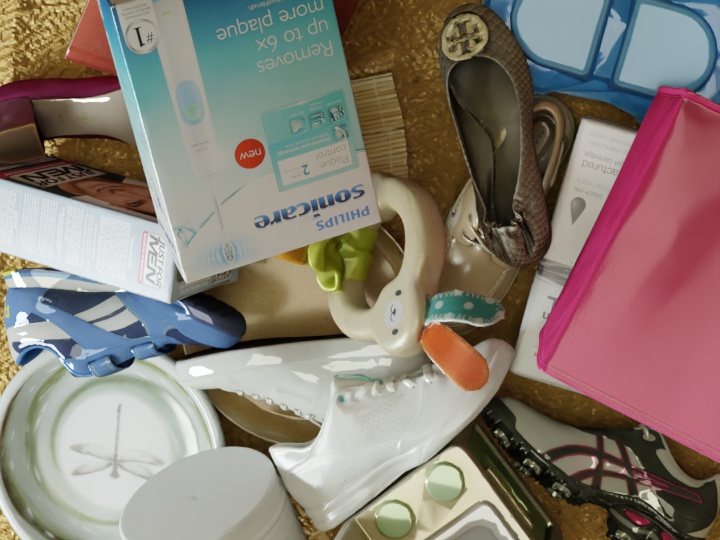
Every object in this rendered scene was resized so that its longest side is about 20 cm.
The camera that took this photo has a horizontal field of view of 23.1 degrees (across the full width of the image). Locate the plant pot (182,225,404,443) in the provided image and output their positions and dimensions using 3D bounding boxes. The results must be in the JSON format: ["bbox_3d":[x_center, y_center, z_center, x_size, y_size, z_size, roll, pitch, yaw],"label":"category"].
[{"bbox_3d":[-0.044,0.039,1.402,0.199,0.027,0.202,1,97,10],"label":"plant pot"}]

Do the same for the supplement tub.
[{"bbox_3d":[-0.092,0.253,1.356,0.131,0.132,0.201,-15,117,11],"label":"supplement tub"}]

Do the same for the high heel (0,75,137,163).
[{"bbox_3d":[-0.198,-0.138,1.393,0.198,0.096,0.068,-7,125,-6],"label":"high heel"}]

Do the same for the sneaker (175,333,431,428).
[{"bbox_3d":[-0.044,0.093,1.358,0.198,0.073,0.085,-3,95,8],"label":"sneaker"}]

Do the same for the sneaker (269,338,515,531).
[{"bbox_3d":[0.020,0.102,1.300,0.200,0.075,0.089,-39,92,9],"label":"sneaker"}]

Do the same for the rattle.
[{"bbox_3d":[0.000,0.000,1.261,0.130,0.200,0.143,-43,130,15],"label":"rattle"}]

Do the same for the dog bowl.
[{"bbox_3d":[0.189,-0.176,1.323,0.199,0.050,0.112,17,100,6],"label":"dog bowl"}]

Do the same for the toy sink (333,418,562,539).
[{"bbox_3d":[0.072,0.200,1.315,0.112,0.200,0.131,-38,89,12],"label":"toy sink"}]

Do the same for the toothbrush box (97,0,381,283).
[{"bbox_3d":[-0.083,-0.113,1.198,0.145,0.085,0.201,-17,115,-10],"label":"toothbrush box"}]

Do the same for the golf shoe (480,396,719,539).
[{"bbox_3d":[0.185,0.148,1.365,0.199,0.077,0.088,35,82,1],"label":"golf shoe"}]

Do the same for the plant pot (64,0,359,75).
[{"bbox_3d":[-0.090,-0.222,1.300,0.175,0.200,0.201,23,101,-8],"label":"plant pot"}]

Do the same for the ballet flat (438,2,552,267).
[{"bbox_3d":[0.095,-0.100,1.290,0.067,0.046,0.201,-14,83,30],"label":"ballet flat"}]

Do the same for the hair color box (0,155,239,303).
[{"bbox_3d":[-0.198,-0.035,1.351,0.199,0.099,0.061,16,107,24],"label":"hair color box"}]

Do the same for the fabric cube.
[{"bbox_3d":[0.247,0.008,1.179,0.195,0.200,0.200,25,98,3],"label":"fabric cube"}]

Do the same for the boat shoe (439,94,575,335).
[{"bbox_3d":[0.100,-0.042,1.347,0.071,0.065,0.201,24,101,6],"label":"boat shoe"}]

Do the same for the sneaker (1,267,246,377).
[{"bbox_3d":[-0.183,0.046,1.359,0.199,0.074,0.083,7,90,15],"label":"sneaker"}]

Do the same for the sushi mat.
[{"bbox_3d":[-0.061,-0.092,1.380,0.199,0.012,0.096,-9,75,10],"label":"sushi mat"}]

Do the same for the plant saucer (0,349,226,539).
[{"bbox_3d":[-0.200,0.148,1.430,0.199,0.050,0.202,1,98,9],"label":"plant saucer"}]

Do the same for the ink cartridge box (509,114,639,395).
[{"bbox_3d":[0.207,0.000,1.324,0.144,0.083,0.201,16,99,6],"label":"ink cartridge box"}]
